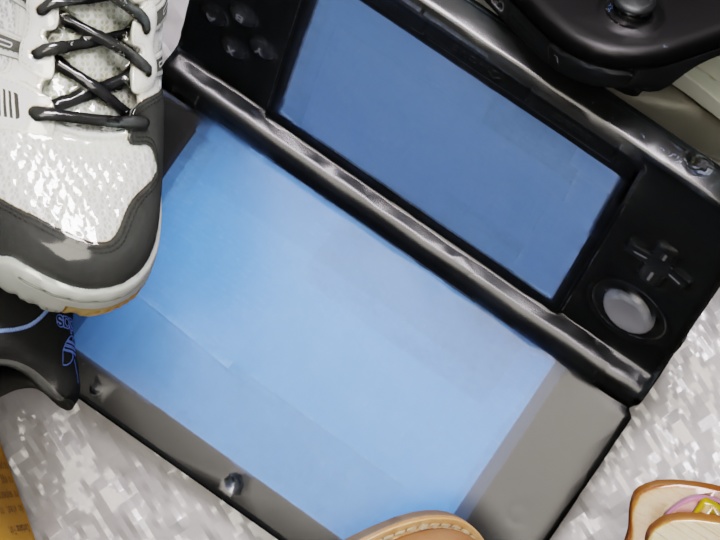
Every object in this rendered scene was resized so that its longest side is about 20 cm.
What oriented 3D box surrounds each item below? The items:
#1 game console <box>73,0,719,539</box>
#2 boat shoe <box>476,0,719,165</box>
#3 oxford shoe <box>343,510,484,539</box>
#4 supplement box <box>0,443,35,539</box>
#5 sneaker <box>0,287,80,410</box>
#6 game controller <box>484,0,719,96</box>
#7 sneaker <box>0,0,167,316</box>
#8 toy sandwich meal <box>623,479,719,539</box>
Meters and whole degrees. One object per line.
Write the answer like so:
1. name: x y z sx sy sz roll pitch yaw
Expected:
1. game console: 0.000 0.000 0.880 0.199 0.176 0.117 34 61 6
2. boat shoe: 0.100 -0.062 0.899 0.201 0.060 0.072 22 45 1
3. oxford shoe: -0.016 0.150 0.833 0.200 0.071 0.072 -43 116 -27
4. supplement box: -0.144 0.103 0.907 0.066 0.069 0.201 -20 83 5
5. sneaker: -0.184 0.044 0.847 0.199 0.070 0.078 -25 76 3
6. game controller: 0.060 -0.131 0.868 0.104 0.042 0.200 -26 53 -19
7. sneaker: -0.091 -0.087 0.832 0.075 0.088 0.201 5 61 -24
8. toy sandwich meal: 0.106 0.175 0.873 0.204 0.070 0.207 0 85 2
